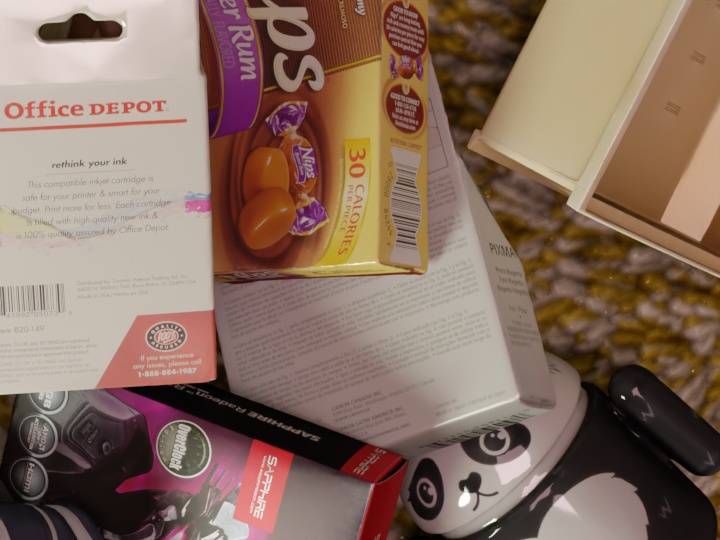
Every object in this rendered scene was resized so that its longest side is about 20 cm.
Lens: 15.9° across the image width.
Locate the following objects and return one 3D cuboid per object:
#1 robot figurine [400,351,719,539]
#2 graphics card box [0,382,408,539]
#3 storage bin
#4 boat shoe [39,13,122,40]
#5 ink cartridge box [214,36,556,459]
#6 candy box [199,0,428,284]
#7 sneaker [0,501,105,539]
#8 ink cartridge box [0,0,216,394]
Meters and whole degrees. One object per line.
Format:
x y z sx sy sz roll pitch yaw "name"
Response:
0.110 0.132 1.382 0.200 0.125 0.150 45 69 -14 "robot figurine"
-0.087 0.122 1.313 0.200 0.051 0.126 21 111 15 "graphics card box"
0.184 -0.108 1.331 0.198 0.094 0.200 22 96 -46 "storage bin"
-0.128 -0.060 1.296 0.074 0.076 0.200 19 112 25 "boat shoe"
0.000 0.000 1.336 0.162 0.057 0.200 -21 70 25 "ink cartridge box"
-0.027 -0.096 1.305 0.116 0.056 0.200 -3 84 29 "candy box"
-0.168 0.210 1.268 0.070 0.108 0.200 6 95 33 "sneaker"
-0.131 -0.047 1.233 0.116 0.068 0.200 -3 113 -7 "ink cartridge box"
